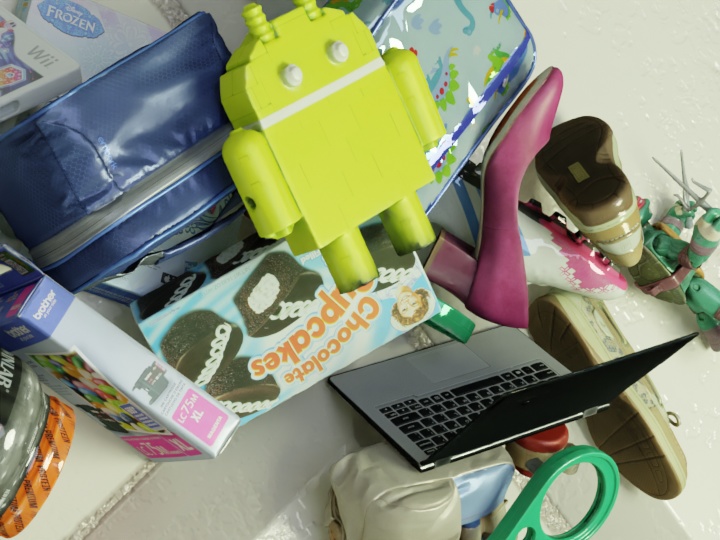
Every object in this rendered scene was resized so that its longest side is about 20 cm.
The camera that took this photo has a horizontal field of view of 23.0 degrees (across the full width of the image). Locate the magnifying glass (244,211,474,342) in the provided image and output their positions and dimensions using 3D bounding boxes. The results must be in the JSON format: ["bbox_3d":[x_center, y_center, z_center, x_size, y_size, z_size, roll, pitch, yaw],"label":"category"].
[{"bbox_3d":[0.000,0.000,1.356,0.199,0.080,0.023,32,86,-10],"label":"magnifying glass"}]

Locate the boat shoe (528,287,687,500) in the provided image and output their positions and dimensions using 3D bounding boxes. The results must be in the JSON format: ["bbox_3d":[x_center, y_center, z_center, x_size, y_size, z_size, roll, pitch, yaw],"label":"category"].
[{"bbox_3d":[0.217,0.096,1.466,0.063,0.073,0.201,-34,94,-36],"label":"boat shoe"}]

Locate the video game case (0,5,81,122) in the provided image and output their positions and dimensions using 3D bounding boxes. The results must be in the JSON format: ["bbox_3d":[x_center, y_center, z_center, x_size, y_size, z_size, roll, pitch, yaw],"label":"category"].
[{"bbox_3d":[-0.307,-0.124,1.178,0.199,0.018,0.143,-31,50,-32],"label":"video game case"}]

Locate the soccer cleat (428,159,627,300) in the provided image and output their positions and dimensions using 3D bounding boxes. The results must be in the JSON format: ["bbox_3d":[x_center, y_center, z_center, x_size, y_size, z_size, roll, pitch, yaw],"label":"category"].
[{"bbox_3d":[0.121,-0.019,1.436,0.199,0.070,0.087,33,102,-13],"label":"soccer cleat"}]

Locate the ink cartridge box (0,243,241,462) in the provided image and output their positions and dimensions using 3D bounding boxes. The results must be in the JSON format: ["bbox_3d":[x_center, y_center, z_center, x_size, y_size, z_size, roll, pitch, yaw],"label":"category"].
[{"bbox_3d":[-0.187,0.062,1.202,0.200,0.119,0.042,41,67,-18],"label":"ink cartridge box"}]

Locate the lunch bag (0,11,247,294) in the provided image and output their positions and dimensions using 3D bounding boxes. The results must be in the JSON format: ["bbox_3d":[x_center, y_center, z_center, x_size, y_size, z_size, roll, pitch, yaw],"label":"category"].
[{"bbox_3d":[-0.146,-0.073,1.197,0.200,0.135,0.133,-37,100,-33],"label":"lunch bag"}]

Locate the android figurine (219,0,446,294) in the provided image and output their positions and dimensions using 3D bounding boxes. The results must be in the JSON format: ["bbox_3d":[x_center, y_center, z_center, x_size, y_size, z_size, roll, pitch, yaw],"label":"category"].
[{"bbox_3d":[-0.020,-0.093,1.186,0.181,0.041,0.202,-29,101,-38],"label":"android figurine"}]

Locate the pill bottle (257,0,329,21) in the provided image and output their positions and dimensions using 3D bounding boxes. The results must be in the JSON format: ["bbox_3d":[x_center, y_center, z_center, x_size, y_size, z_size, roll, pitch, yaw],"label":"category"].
[{"bbox_3d":[0.021,-0.245,1.400,0.199,0.114,0.115,-32,96,-32],"label":"pill bottle"}]

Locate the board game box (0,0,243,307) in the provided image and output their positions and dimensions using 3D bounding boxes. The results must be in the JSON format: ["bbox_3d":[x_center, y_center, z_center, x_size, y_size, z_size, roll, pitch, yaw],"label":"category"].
[{"bbox_3d":[-0.175,-0.082,1.287,0.199,0.043,0.201,21,71,-26],"label":"board game box"}]

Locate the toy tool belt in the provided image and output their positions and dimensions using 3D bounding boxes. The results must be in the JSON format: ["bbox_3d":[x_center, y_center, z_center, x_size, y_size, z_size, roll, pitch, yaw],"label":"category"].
[{"bbox_3d":[0.066,0.184,1.347,0.198,0.125,0.124,-13,125,-30],"label":"toy tool belt"}]

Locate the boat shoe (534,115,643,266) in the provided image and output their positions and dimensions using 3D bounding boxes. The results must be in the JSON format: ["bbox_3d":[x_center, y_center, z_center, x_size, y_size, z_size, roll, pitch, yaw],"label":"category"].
[{"bbox_3d":[0.190,-0.060,1.444,0.077,0.071,0.200,60,12,-24],"label":"boat shoe"}]

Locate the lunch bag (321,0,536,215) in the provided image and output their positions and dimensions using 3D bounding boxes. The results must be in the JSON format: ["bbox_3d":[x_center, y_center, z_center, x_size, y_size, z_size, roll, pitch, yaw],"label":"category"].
[{"bbox_3d":[0.035,-0.142,1.312,0.200,0.082,0.161,-51,129,-15],"label":"lunch bag"}]

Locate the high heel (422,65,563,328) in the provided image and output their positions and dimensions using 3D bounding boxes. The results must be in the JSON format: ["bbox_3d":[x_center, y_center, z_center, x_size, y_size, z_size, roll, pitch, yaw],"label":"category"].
[{"bbox_3d":[0.129,-0.054,1.355,0.096,0.201,0.068,28,25,-1],"label":"high heel"}]

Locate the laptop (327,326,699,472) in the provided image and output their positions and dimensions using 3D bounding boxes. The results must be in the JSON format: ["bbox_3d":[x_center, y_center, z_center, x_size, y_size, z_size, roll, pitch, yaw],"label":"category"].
[{"bbox_3d":[0.109,0.066,1.319,0.186,0.200,0.117,-14,126,-32],"label":"laptop"}]

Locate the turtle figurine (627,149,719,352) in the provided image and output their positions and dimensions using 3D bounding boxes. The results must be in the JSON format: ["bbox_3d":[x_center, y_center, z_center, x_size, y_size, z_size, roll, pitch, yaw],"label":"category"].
[{"bbox_3d":[0.277,-0.015,1.512,0.100,0.150,0.200,-36,105,9],"label":"turtle figurine"}]

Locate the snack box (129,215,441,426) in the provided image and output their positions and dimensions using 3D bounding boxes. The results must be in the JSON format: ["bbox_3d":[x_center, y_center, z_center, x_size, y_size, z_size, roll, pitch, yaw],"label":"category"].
[{"bbox_3d":[-0.051,0.027,1.268,0.199,0.037,0.117,-30,121,-5],"label":"snack box"}]

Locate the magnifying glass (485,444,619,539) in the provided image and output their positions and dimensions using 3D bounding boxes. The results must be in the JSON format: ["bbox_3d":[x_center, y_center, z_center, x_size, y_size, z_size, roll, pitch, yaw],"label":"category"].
[{"bbox_3d":[0.111,0.199,1.297,0.199,0.022,0.080,-34,126,-21],"label":"magnifying glass"}]

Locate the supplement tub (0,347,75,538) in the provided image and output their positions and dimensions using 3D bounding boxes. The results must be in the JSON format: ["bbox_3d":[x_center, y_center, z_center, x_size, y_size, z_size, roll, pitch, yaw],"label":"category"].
[{"bbox_3d":[-0.292,0.087,1.133,0.199,0.122,0.123,30,65,-22],"label":"supplement tub"}]
